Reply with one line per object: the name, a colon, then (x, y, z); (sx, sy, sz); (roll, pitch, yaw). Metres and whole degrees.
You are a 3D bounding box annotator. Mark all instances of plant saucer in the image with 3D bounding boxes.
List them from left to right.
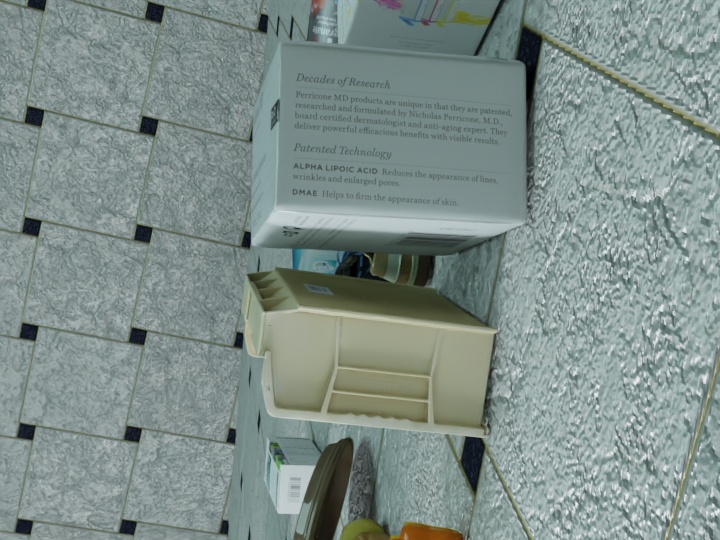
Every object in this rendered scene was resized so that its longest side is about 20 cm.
plant saucer: (-0.050, 0.311, 1.290); (0.200, 0.029, 0.201); (14, -90, -79)

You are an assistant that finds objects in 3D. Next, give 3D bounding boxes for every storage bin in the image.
storage bin: (-0.003, 0.066, 0.891); (0.200, 0.198, 0.094); (-138, 56, -76)

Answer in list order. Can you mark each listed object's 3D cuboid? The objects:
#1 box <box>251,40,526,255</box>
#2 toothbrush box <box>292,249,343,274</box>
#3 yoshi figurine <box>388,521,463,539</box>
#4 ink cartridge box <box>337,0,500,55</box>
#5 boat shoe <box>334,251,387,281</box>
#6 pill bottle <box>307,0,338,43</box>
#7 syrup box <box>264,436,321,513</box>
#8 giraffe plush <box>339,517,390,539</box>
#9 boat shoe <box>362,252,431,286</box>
box: (0.015, -0.091, 0.835); (0.199, 0.199, 0.131); (149, 123, -77)
toothbrush box: (-0.041, -0.051, 1.390); (0.200, 0.085, 0.147); (105, 165, -47)
yoshi figurine: (0.057, 0.327, 0.851); (0.112, 0.112, 0.201); (-11, 54, 37)
ink cartridge box: (0.057, -0.286, 0.867); (0.200, 0.125, 0.129); (114, 157, -62)
boat shoe: (0.000, 0.000, 1.213); (0.200, 0.068, 0.084); (-151, 65, -78)
pill bottle: (-0.013, -0.266, 1.250); (0.111, 0.110, 0.201); (-117, 32, -68)
syrup box: (-0.107, 0.330, 1.625); (0.200, 0.081, 0.079); (-166, 80, -77)
giraffe plush: (-0.052, 0.383, 1.125); (0.173, 0.162, 0.201); (112, 159, -58)
boat shoe: (0.021, -0.040, 1.102); (0.200, 0.076, 0.072); (-120, 35, -70)
